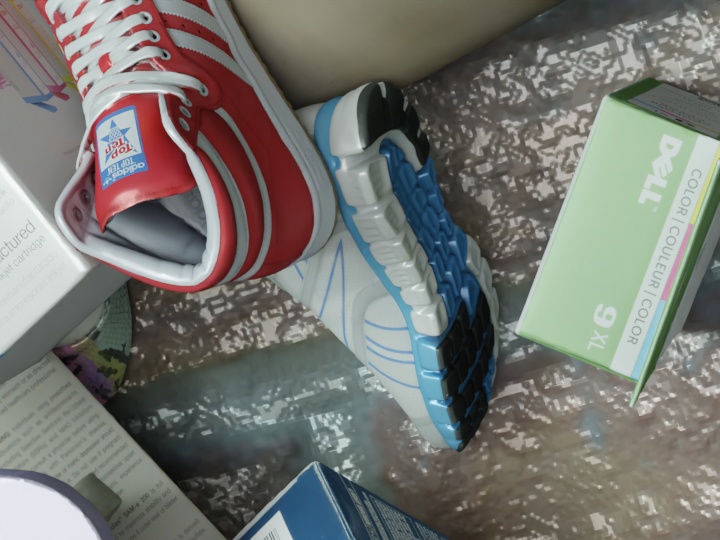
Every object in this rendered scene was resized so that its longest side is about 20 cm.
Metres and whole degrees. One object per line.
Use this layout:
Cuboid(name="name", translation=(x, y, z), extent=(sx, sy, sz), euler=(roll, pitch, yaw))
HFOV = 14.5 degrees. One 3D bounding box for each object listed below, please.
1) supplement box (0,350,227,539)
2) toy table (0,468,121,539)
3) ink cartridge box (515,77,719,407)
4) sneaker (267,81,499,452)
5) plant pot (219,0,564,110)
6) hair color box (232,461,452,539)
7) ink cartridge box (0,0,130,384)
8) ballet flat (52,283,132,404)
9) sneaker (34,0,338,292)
Cuboid(name="supplement box", translation=(-0.145, 0.122, 1.274), extent=(0.200, 0.074, 0.126), euler=(47, 137, 1))
Cuboid(name="toy table", translation=(-0.167, 0.163, 1.153), extent=(0.200, 0.117, 0.184), euler=(-38, 89, 7))
Cuboid(name="ink cartridge box", translation=(0.113, -0.017, 1.159), extent=(0.059, 0.200, 0.104), euler=(22, 101, 8))
Cuboid(name="sneaker", translation=(0.000, 0.000, 1.226), extent=(0.087, 0.075, 0.200), euler=(-3, 132, 24))
Cuboid(name="plant pot", translation=(0.006, -0.159, 1.182), extent=(0.200, 0.200, 0.174), euler=(49, 122, 2))
Cuboid(name="hair color box", translation=(0.022, 0.170, 1.220), extent=(0.100, 0.061, 0.200), euler=(-45, 128, 14))
Cuboid(name="ink cartridge box", translation=(-0.184, -0.057, 1.169), extent=(0.129, 0.125, 0.200), euler=(-41, 88, 28))
Cuboid(name="ballet flat", translation=(-0.143, -0.030, 1.276), extent=(0.069, 0.071, 0.200), euler=(-6, 97, -4))
Cuboid(name="sneaker", translation=(-0.095, -0.078, 1.110), extent=(0.071, 0.112, 0.200), euler=(-39, 85, 27))
